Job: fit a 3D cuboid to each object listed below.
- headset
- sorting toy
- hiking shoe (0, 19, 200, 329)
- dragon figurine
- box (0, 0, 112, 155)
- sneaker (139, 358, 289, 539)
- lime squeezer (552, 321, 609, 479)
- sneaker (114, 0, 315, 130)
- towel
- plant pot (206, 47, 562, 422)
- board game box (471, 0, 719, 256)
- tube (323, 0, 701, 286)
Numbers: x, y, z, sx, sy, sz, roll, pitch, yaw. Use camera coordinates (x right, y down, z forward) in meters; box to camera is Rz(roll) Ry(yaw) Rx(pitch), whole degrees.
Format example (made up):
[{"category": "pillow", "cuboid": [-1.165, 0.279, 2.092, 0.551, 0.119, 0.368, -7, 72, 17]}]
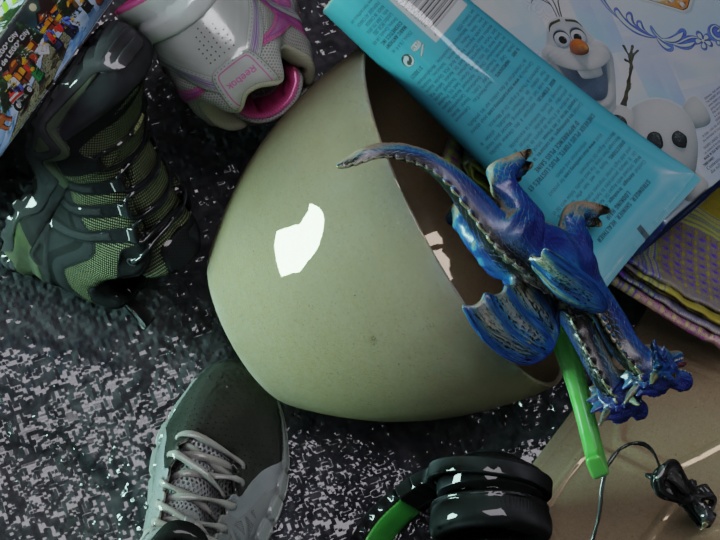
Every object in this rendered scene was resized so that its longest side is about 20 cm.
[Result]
[{"category": "headset", "cuboid": [0.083, 0.150, 1.269, 0.200, 0.094, 0.124, -31, 55, 20]}, {"category": "sorting toy", "cuboid": [0.181, 0.122, 1.301, 0.185, 0.037, 0.200, 25, 70, 33]}, {"category": "hiking shoe", "cuboid": [-0.120, -0.049, 1.283, 0.100, 0.200, 0.076, 28, 54, 1]}, {"category": "dragon figurine", "cuboid": [0.081, 0.002, 1.166, 0.059, 0.200, 0.100, -37, 42, 24]}, {"category": "box", "cuboid": [-0.214, -0.097, 1.292, 0.038, 0.200, 0.137, 42, 67, -22]}, {"category": "sneaker", "cuboid": [-0.080, 0.127, 1.259, 0.075, 0.116, 0.201, 15, 69, 0]}, {"category": "lime squeezer", "cuboid": [0.113, 0.028, 1.279, 0.038, 0.200, 0.071, -37, 106, 17]}, {"category": "sneaker", "cuboid": [-0.067, -0.115, 1.322, 0.081, 0.200, 0.088, -35, 88, 12]}, {"category": "towel", "cuboid": [0.136, -0.046, 1.335, 0.200, 0.023, 0.144, 32, 36, -13]}, {"category": "plant pot", "cuboid": [0.000, 0.000, 1.294, 0.134, 0.200, 0.201, -29, 72, 17]}, {"category": "board game box", "cuboid": [0.147, -0.137, 1.330, 0.200, 0.043, 0.199, -37, 80, -33]}, {"category": "tube", "cuboid": [0.072, -0.083, 1.236, 0.200, 0.050, 0.077, 42, 90, -2]}]
